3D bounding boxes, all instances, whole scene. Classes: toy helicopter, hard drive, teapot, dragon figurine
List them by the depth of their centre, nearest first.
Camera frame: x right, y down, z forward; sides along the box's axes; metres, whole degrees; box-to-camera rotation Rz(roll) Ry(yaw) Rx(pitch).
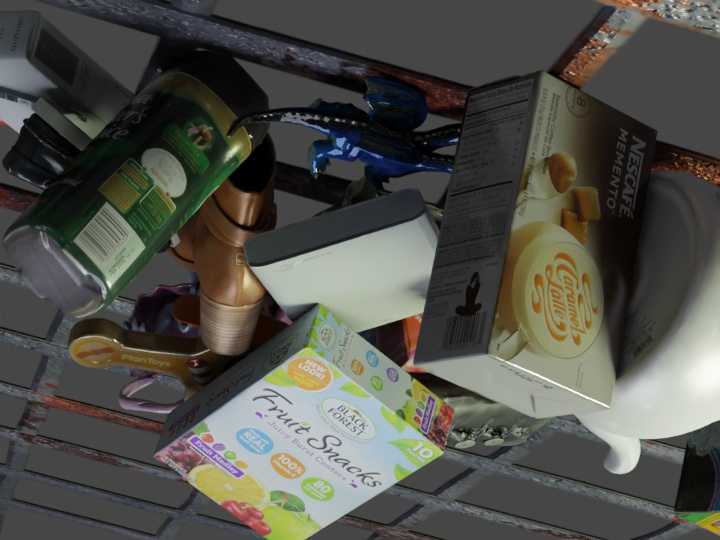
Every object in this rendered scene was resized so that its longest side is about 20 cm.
[{"bbox_3d":[0.227,0.033,1.604,0.146,0.199,0.199,26,163,-31],"label":"teapot"},{"bbox_3d":[0.012,-0.097,1.606,0.199,0.059,0.099,18,160,-32],"label":"dragon figurine"},{"bbox_3d":[0.000,0.000,1.716,0.131,0.026,0.200,-17,160,6],"label":"hard drive"},{"bbox_3d":[-0.130,0.065,1.827,0.199,0.079,0.133,9,144,-12],"label":"toy helicopter"}]

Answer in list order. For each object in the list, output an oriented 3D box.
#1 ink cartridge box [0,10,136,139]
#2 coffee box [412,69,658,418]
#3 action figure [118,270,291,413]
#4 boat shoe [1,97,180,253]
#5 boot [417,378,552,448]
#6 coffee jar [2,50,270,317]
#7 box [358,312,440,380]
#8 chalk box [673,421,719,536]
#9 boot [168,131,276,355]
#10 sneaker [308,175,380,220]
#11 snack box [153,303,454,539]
[{"bbox_3d":[-0.262,-0.131,1.725,0.172,0.044,0.200,2,160,27],"label":"ink cartridge box"},{"bbox_3d":[0.118,-0.016,1.547,0.114,0.201,0.079,25,158,-33],"label":"coffee box"},{"bbox_3d":[-0.103,0.044,1.975,0.133,0.150,0.200,11,-172,28],"label":"action figure"},{"bbox_3d":[-0.201,-0.052,1.708,0.074,0.066,0.199,39,174,28],"label":"boat shoe"},{"bbox_3d":[0.045,0.126,1.922,0.199,0.066,0.164,-4,168,-46],"label":"boot"},{"bbox_3d":[-0.152,-0.064,1.610,0.085,0.200,0.104,47,152,-11],"label":"coffee jar"},{"bbox_3d":[0.052,0.046,1.920,0.099,0.096,0.200,-7,167,-16],"label":"box"},{"bbox_3d":[0.402,0.178,2.079,0.124,0.126,0.199,26,159,-36],"label":"chalk box"},{"bbox_3d":[-0.104,-0.054,1.765,0.076,0.201,0.156,4,128,-8],"label":"boot"},{"bbox_3d":[-0.028,-0.016,1.814,0.088,0.077,0.200,-11,166,-13],"label":"sneaker"},{"bbox_3d":[-0.046,0.125,1.788,0.142,0.053,0.200,37,132,-20],"label":"snack box"}]
